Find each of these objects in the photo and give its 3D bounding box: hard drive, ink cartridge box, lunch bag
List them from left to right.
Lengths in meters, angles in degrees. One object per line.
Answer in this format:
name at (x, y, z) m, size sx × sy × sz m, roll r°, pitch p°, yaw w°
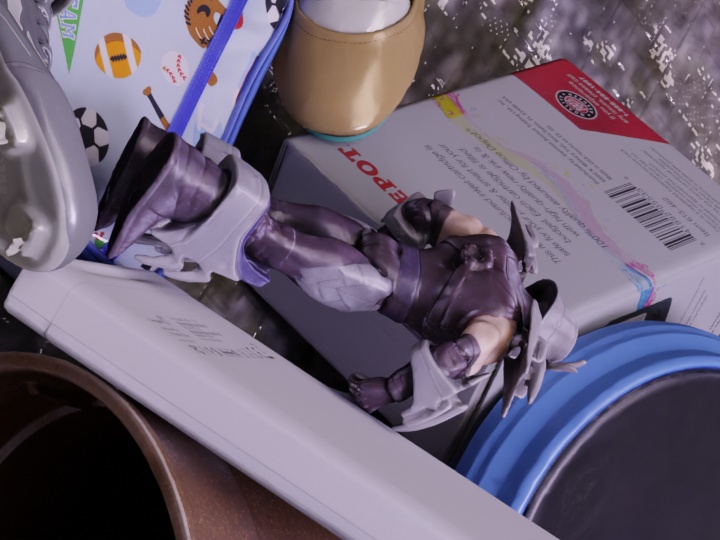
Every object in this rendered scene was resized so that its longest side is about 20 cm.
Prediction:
lunch bag at (-0.109, -0.095, 0.995) m, size 0.160 × 0.076 × 0.200 m, roll 44°, pitch 55°, yaw -31°
hard drive at (-0.021, 0.060, 0.857) m, size 0.027 × 0.200 × 0.132 m, roll -59°, pitch 166°, yaw 5°
ink cartridge box at (0.066, -0.009, 1.089) m, size 0.200 × 0.083 × 0.146 m, roll -19°, pitch 54°, yaw -43°

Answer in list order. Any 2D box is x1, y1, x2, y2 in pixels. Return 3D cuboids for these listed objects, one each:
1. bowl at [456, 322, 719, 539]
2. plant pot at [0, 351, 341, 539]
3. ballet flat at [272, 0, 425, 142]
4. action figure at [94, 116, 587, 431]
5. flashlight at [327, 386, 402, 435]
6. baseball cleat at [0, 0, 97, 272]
bowl at (0.119, 0.123, 1.032) m, size 0.201 × 0.039 × 0.201 m, roll -12°, pitch 112°, yaw -33°
plant pot at (-0.069, 0.143, 0.911) m, size 0.198 × 0.200 × 0.200 m, roll 14°, pitch 71°, yaw -49°
ballet flat at (0.000, -0.139, 1.085) m, size 0.200 × 0.069 × 0.063 m, roll -78°, pitch 171°, yaw -49°
action figure at (0.000, 0.000, 0.926) m, size 0.200 × 0.069 × 0.130 m, roll 21°, pitch 22°, yaw -15°
flashlight at (0.028, 0.100, 1.093) m, size 0.200 × 0.068 × 0.068 m, roll 20°, pitch 102°, yaw -35°
baseball cleat at (-0.125, -0.087, 0.851) m, size 0.106 × 0.070 × 0.200 m, roll -11°, pitch 60°, yaw -43°
